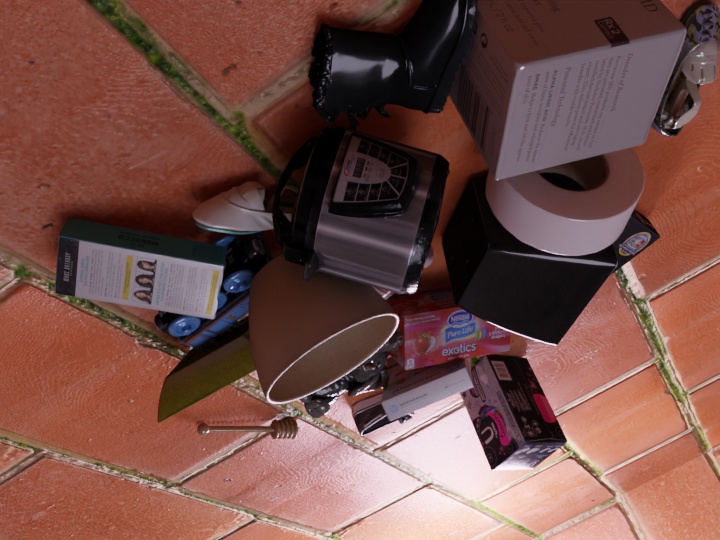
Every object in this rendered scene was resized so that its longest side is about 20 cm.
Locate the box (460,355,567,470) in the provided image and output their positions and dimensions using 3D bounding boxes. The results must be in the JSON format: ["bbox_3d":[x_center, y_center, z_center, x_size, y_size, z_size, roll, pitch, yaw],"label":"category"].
[{"bbox_3d":[0.301,0.289,1.601,0.130,0.202,0.115,8,135,-35],"label":"box"}]

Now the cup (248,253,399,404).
[{"bbox_3d":[-0.068,0.057,1.028,0.198,0.144,0.201,-29,161,-11],"label":"cup"}]

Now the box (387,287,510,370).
[{"bbox_3d":[0.143,0.089,1.316,0.196,0.100,0.097,-8,107,-18],"label":"box"}]

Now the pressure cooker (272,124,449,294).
[{"bbox_3d":[-0.005,-0.074,0.943,0.196,0.176,0.182,16,109,3],"label":"pressure cooker"}]

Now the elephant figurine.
[{"bbox_3d":[-0.011,0.157,1.314,0.197,0.156,0.143,-21,117,5],"label":"elephant figurine"}]

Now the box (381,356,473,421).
[{"bbox_3d":[0.116,0.177,1.374,0.154,0.200,0.042,-24,102,11],"label":"box"}]

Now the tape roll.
[{"bbox_3d":[0.269,-0.120,1.048,0.199,0.205,0.071,-11,144,-14],"label":"tape roll"}]

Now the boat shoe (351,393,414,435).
[{"bbox_3d":[0.081,0.273,1.578,0.197,0.069,0.072,-20,145,-3],"label":"boat shoe"}]

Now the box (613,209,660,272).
[{"bbox_3d":[0.397,-0.051,1.343,0.160,0.045,0.198,-41,141,26],"label":"box"}]

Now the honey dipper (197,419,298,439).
[{"bbox_3d":[-0.212,0.301,1.486,0.197,0.038,0.038,5,137,-31],"label":"honey dipper"}]

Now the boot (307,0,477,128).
[{"bbox_3d":[0.030,-0.249,0.868,0.159,0.074,0.200,-2,139,-16],"label":"boot"}]

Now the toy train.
[{"bbox_3d":[-0.195,0.028,1.100,0.199,0.088,0.114,-37,152,16],"label":"toy train"}]

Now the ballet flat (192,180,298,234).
[{"bbox_3d":[-0.121,-0.083,1.016,0.197,0.070,0.070,3,139,-38],"label":"ballet flat"}]

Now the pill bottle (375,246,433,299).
[{"bbox_3d":[0.000,0.000,1.138,0.199,0.113,0.111,-39,142,23],"label":"pill bottle"}]

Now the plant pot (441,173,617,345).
[{"bbox_3d":[0.229,-0.034,1.164,0.174,0.203,0.201,7,139,-15],"label":"plant pot"}]

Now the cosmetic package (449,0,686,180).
[{"bbox_3d":[0.222,-0.235,0.900,0.196,0.167,0.166,-15,144,-11],"label":"cosmetic package"}]

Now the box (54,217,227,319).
[{"bbox_3d":[-0.270,-0.001,0.977,0.196,0.049,0.083,11,119,-11],"label":"box"}]

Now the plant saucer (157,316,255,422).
[{"bbox_3d":[-0.204,0.127,1.178,0.198,0.048,0.200,-28,-171,10],"label":"plant saucer"}]

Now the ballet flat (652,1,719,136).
[{"bbox_3d":[0.449,-0.262,1.072,0.071,0.073,0.202,-12,144,-13],"label":"ballet flat"}]
